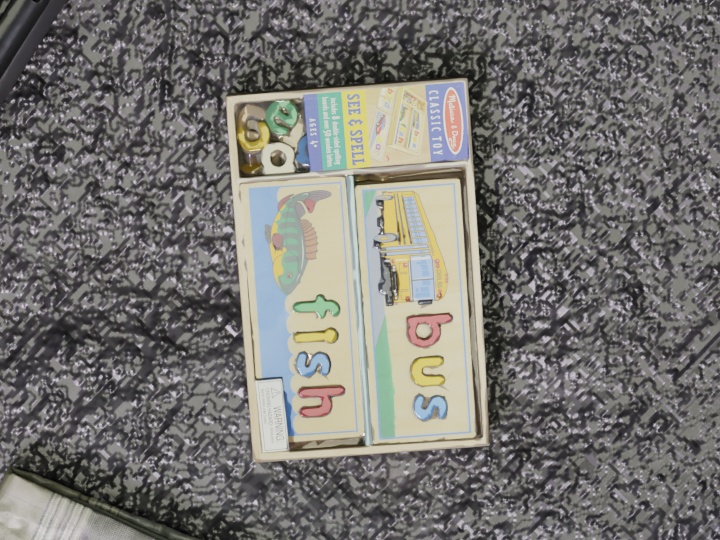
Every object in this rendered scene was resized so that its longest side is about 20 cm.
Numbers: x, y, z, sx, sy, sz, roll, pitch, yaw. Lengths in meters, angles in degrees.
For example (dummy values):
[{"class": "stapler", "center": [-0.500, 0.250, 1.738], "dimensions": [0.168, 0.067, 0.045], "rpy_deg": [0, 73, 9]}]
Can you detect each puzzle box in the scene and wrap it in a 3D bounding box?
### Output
[{"class": "puzzle box", "center": [0.000, 0.000, 1.219], "dimensions": [0.132, 0.025, 0.202], "rpy_deg": [-5, 96, 0]}]

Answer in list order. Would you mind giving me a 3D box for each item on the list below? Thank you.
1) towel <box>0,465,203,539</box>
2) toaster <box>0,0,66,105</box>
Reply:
[{"class": "towel", "center": [-0.142, 0.229, 1.247], "dimensions": [0.191, 0.035, 0.201], "rpy_deg": [25, 98, 0]}, {"class": "toaster", "center": [-0.225, -0.192, 1.148], "dimensions": [0.180, 0.119, 0.201], "rpy_deg": [32, 96, -4]}]
